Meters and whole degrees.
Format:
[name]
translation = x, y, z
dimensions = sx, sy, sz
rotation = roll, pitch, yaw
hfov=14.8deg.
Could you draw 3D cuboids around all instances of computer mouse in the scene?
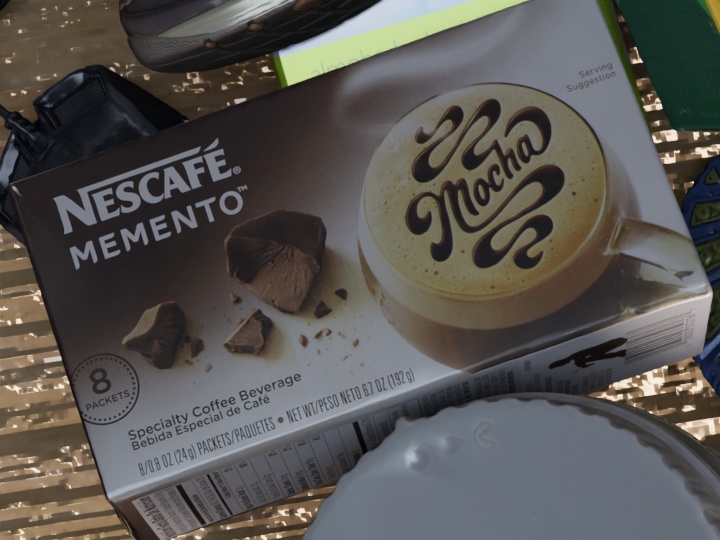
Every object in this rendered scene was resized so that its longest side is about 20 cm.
[computer mouse]
translation = -0.071, -0.051, 0.979
dimensions = 0.200, 0.046, 0.141
rotation = 34, 99, 10

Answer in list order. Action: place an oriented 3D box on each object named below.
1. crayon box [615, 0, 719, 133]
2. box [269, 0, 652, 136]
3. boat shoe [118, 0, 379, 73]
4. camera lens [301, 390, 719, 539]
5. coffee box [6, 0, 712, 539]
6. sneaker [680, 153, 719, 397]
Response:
[crayon box]
translation = 0.117, -0.160, 0.871
dimensions = 0.126, 0.052, 0.200
rotation = -35, 111, -26
[box]
translation = 0.026, -0.095, 0.969
dimensions = 0.122, 0.048, 0.201
rotation = -16, 93, 2
[boat shoe]
translation = 0.003, -0.135, 0.914
dimensions = 0.200, 0.075, 0.073
rotation = -31, 84, -5
[camera lens]
translation = 0.075, 0.127, 0.898
dimensions = 0.159, 0.200, 0.161
rotation = -4, 77, 19
[coffee box]
translation = 0.000, 0.000, 0.894
dimensions = 0.199, 0.080, 0.113
rotation = -19, 73, -1
[sneaker]
translation = 0.172, 0.047, 0.955
dimensions = 0.075, 0.088, 0.200
rotation = -31, 60, 17
